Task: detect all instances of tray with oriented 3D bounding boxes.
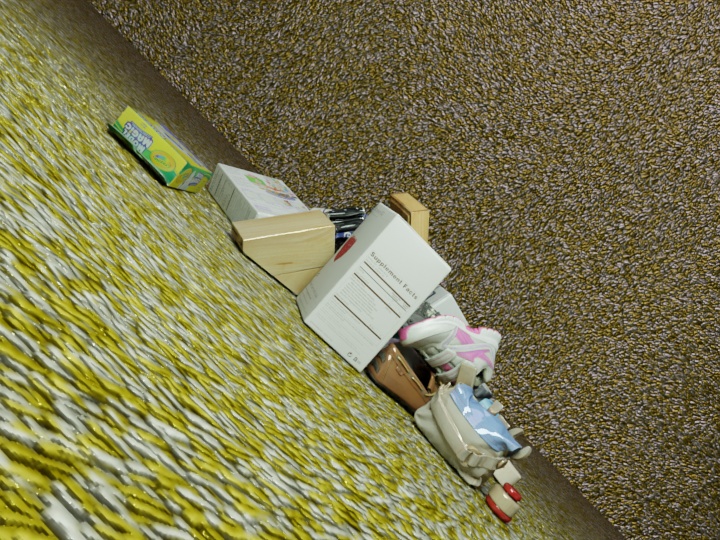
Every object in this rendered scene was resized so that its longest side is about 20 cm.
[{"bbox_3d":[0.078,-0.019,1.196,0.099,0.036,0.205,-130,-143,-60],"label":"tray"}]

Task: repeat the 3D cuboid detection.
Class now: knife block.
[{"bbox_3d":[-0.079,-0.060,1.097,0.199,0.176,0.064,41,2,-39],"label":"knife block"}]

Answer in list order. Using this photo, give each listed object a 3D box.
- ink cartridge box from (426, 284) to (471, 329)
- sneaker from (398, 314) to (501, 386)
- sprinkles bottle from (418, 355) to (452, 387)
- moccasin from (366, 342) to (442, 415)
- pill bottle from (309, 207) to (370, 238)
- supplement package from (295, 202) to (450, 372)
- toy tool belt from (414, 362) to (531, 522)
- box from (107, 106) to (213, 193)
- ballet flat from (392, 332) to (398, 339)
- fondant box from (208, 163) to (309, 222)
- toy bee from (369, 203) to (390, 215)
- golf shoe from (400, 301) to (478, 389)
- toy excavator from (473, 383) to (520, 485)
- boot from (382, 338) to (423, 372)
[{"bbox_3d":[0.163,0.114,1.372,0.147,0.082,0.200,58,1,-6],"label":"ink cartridge box"},{"bbox_3d":[0.143,0.128,1.080,0.196,0.091,0.081,15,-26,-30],"label":"sneaker"},{"bbox_3d":[0.135,0.208,1.426,0.068,0.068,0.200,42,3,-14],"label":"sprinkles bottle"},{"bbox_3d":[0.092,0.179,1.096,0.201,0.078,0.074,43,2,-29],"label":"moccasin"},{"bbox_3d":[-0.005,-0.051,1.313,0.194,0.114,0.111,7,-3,8],"label":"pill bottle"},{"bbox_3d":[0.015,0.020,1.036,0.119,0.201,0.121,42,2,-17],"label":"supplement package"},{"bbox_3d":[0.181,0.241,1.008,0.200,0.123,0.125,45,3,23],"label":"toy tool belt"},{"bbox_3d":[-0.292,-0.175,1.032,0.117,0.048,0.200,44,4,-2],"label":"box"},{"bbox_3d":[0.019,0.100,1.194,0.198,0.072,0.067,23,5,-45],"label":"ballet flat"},{"bbox_3d":[-0.170,-0.111,1.253,0.142,0.059,0.200,11,26,-39],"label":"fondant box"},{"bbox_3d":[0.000,0.000,1.213,0.109,0.197,0.133,46,20,-41],"label":"toy bee"},{"bbox_3d":[0.118,0.129,1.173,0.200,0.077,0.088,46,-29,-9],"label":"golf shoe"},{"bbox_3d":[0.244,0.313,1.347,0.202,0.099,0.194,54,7,20],"label":"toy excavator"},{"bbox_3d":[0.063,0.162,1.174,0.095,0.074,0.201,34,-12,47],"label":"boot"}]
